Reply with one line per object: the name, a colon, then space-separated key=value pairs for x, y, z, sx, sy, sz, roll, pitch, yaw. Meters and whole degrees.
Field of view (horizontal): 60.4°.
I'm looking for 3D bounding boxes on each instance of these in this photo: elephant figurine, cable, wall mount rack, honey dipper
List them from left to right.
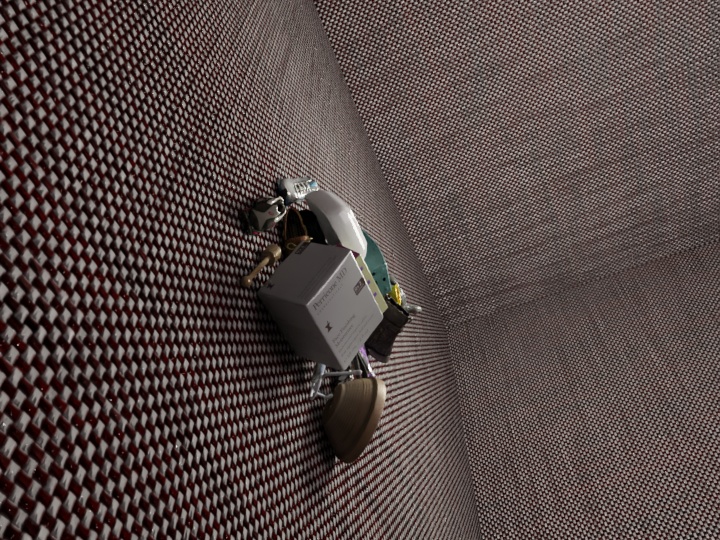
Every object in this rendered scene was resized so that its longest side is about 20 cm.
honey dipper: x=-0.215 y=-0.009 z=1.316 sx=0.201 sy=0.037 sz=0.039 roll=-61 pitch=132 yaw=-67
wall mount rack: x=-0.051 y=0.200 z=1.405 sx=0.073 sy=0.174 sz=0.204 roll=23 pitch=52 yaw=-13
cable: x=-0.023 y=0.212 z=1.521 sx=0.099 sy=0.049 sz=0.203 roll=-84 pitch=155 yaw=-50
elephant figurine: x=0.091 y=0.087 z=2.126 sx=0.155 sy=0.195 sz=0.145 roll=48 pitch=26 yaw=-59

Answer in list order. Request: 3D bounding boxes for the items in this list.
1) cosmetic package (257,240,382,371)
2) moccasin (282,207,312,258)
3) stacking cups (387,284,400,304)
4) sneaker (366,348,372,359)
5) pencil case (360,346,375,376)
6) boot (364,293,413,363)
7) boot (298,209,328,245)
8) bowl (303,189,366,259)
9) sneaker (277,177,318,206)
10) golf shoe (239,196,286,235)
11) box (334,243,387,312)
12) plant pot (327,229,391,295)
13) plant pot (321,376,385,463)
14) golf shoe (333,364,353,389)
cosmetic package: x=-0.083 y=0.074 z=1.335 sx=0.166 sy=0.162 sz=0.203 roll=-50 pitch=131 yaw=-28
moccasin: x=-0.153 y=-0.064 z=1.525 sx=0.079 sy=0.071 sz=0.206 roll=94 pitch=-11 yaw=-57
stacking cups: x=0.017 y=0.090 z=1.797 sx=0.060 sy=0.194 sz=0.062 roll=-12 pitch=89 yaw=-79
sneaker: x=0.029 y=0.166 z=1.868 sx=0.082 sy=0.079 sz=0.207 roll=3 pitch=95 yaw=-54
pencil case: x=-0.020 y=0.223 z=1.720 sx=0.083 sy=0.085 sz=0.205 roll=-20 pitch=89 yaw=-40
boot: x=0.046 y=0.144 z=1.755 sx=0.197 sy=0.178 sz=0.069 roll=32 pitch=24 yaw=24
boot: x=-0.113 y=-0.057 z=1.652 sx=0.201 sy=0.075 sz=0.170 roll=57 pitch=-6 yaw=49
bowl: x=-0.057 y=-0.118 z=1.647 sx=0.200 sy=0.074 sz=0.203 roll=44 pitch=-16 yaw=56
sneaker: x=-0.166 y=-0.229 z=1.702 sx=0.200 sy=0.084 sz=0.077 roll=-45 pitch=118 yaw=-75
golf shoe: x=-0.203 y=-0.132 z=1.411 sx=0.201 sy=0.086 sz=0.079 roll=-72 pitch=140 yaw=-71
box: x=-0.048 y=0.074 z=1.561 sx=0.096 sy=0.176 sz=0.202 roll=23 pitch=-28 yaw=45
plant pot: x=0.000 y=0.000 z=1.769 sx=0.200 sy=0.138 sz=0.145 roll=41 pitch=-31 yaw=58
plant pot: x=-0.029 y=0.328 z=1.425 sx=0.091 sy=0.203 sz=0.202 roll=28 pitch=26 yaw=-12
golf shoe: x=-0.033 y=0.284 z=1.602 sx=0.094 sy=0.076 sz=0.206 roll=36 pitch=37 yaw=-69
